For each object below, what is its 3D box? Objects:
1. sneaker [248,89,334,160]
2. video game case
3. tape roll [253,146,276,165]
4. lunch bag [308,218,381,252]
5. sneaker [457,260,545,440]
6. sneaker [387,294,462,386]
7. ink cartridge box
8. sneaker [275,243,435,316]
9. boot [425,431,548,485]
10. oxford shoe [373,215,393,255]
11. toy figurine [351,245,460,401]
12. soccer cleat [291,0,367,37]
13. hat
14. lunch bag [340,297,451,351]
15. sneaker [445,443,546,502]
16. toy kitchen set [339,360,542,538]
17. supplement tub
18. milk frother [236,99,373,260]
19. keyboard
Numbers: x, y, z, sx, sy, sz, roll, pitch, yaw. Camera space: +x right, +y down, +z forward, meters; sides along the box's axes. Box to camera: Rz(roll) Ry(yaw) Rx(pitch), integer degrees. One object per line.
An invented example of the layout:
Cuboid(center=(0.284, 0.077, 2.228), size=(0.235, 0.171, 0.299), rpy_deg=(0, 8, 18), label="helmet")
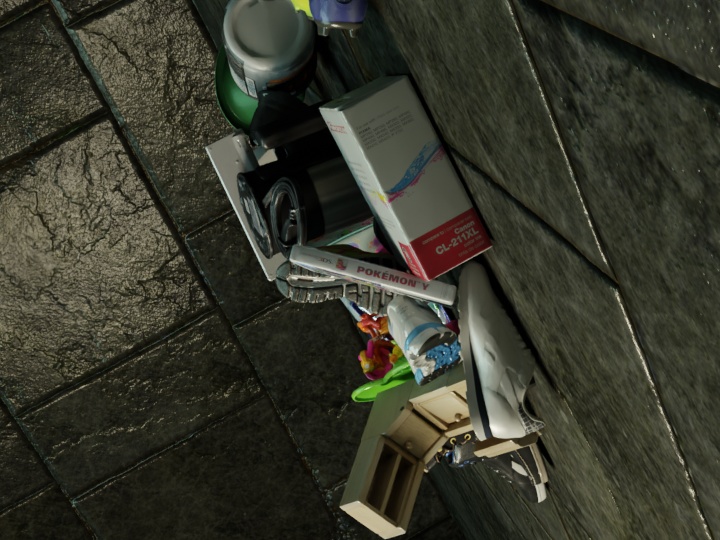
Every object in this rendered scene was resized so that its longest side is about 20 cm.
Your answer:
Cuboid(center=(-0.066, -0.164, 1.780), size=(0.200, 0.091, 0.076), rpy_deg=(26, 169, -23), label="sneaker")
Cuboid(center=(0.020, 0.008, 1.506), size=(0.200, 0.182, 0.023), rpy_deg=(31, -106, -85), label="video game case")
Cuboid(center=(-0.086, -0.109, 2.019), size=(0.203, 0.203, 0.139), rpy_deg=(63, 174, -12), label="tape roll")
Cuboid(center=(-0.016, -0.059, 1.860), size=(0.200, 0.160, 0.077), rpy_deg=(-115, 4, -63), label="lunch bag")
Cuboid(center=(0.151, 0.086, 1.466), size=(0.076, 0.080, 0.200), rpy_deg=(-2, -98, -78), label="sneaker")
Cuboid(center=(0.072, 0.073, 1.532), size=(0.087, 0.075, 0.200), rpy_deg=(53, 176, 19), label="sneaker")
Cuboid(center=(0.045, -0.101, 1.396), size=(0.200, 0.083, 0.146), rpy_deg=(63, 175, -11), label="ink cartridge box")
Cuboid(center=(0.000, 0.000, 1.659), size=(0.090, 0.200, 0.078), rpy_deg=(-61, -21, -65), label="sneaker")
Cuboid(center=(0.146, 0.223, 1.766), size=(0.200, 0.151, 0.073), rpy_deg=(60, 176, 10), label="boot")
Cuboid(center=(0.060, -0.054, 1.594), size=(0.084, 0.073, 0.200), rpy_deg=(48, 171, 35), label="oxford shoe")
Cuboid(center=(0.056, 0.052, 1.727), size=(0.150, 0.200, 0.184), rpy_deg=(23, -134, -62), label="toy figurine")
Cuboid(center=(-0.030, -0.293, 1.353), size=(0.200, 0.065, 0.084), rpy_deg=(-119, 32, -66), label="soccer cleat")
Cuboid(center=(-0.100, -0.270, 1.929), size=(0.176, 0.166, 0.200), rpy_deg=(4, 94, 51), label="hat")
Cuboid(center=(0.063, 0.060, 1.962), size=(0.200, 0.127, 0.170), rpy_deg=(42, -178, -20), label="lunch bag")
Cuboid(center=(0.181, 0.265, 1.874), size=(0.200, 0.112, 0.073), rpy_deg=(64, 176, -25), label="sneaker")
Cuboid(center=(0.119, 0.235, 1.625), size=(0.163, 0.181, 0.200), rpy_deg=(39, 140, -22), label="toy kitchen set")
Cuboid(center=(-0.119, -0.297, 1.775), size=(0.123, 0.122, 0.200), rpy_deg=(61, 176, 7), label="supplement tub")
Cuboid(center=(-0.039, -0.091, 1.657), size=(0.181, 0.188, 0.200), rpy_deg=(84, 161, -49), label="milk frother")
Cuboid(center=(-0.138, -0.086, 1.749), size=(0.200, 0.056, 0.011), rpy_deg=(65, 168, -14), label="keyboard")
